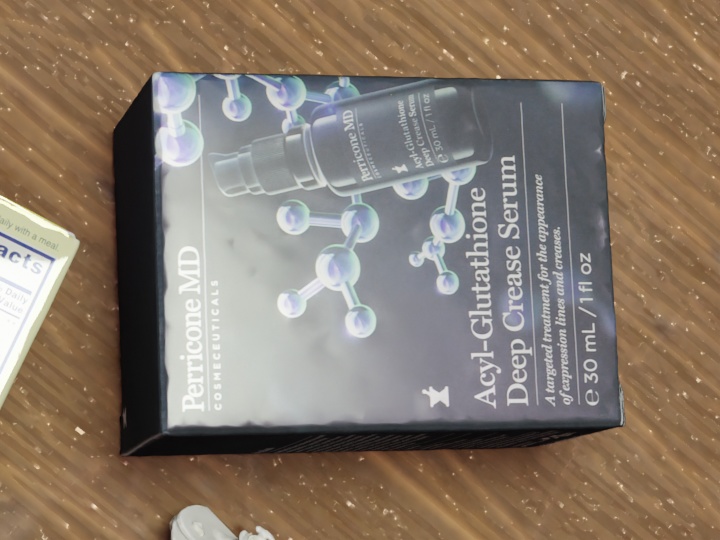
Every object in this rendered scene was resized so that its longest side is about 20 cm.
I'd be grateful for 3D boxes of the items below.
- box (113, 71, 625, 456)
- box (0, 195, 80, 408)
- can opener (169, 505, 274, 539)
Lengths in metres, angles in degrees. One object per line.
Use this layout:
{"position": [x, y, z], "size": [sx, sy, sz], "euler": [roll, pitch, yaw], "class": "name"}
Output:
{"position": [0.000, 0.000, 0.924], "size": [0.198, 0.107, 0.150], "euler": [-1, 81, -15], "class": "box"}
{"position": [-0.202, 0.069, 0.818], "size": [0.096, 0.176, 0.201], "euler": [27, 74, -10], "class": "box"}
{"position": [-0.018, 0.179, 0.924], "size": [0.200, 0.053, 0.067], "euler": [43, 107, -3], "class": "can opener"}
